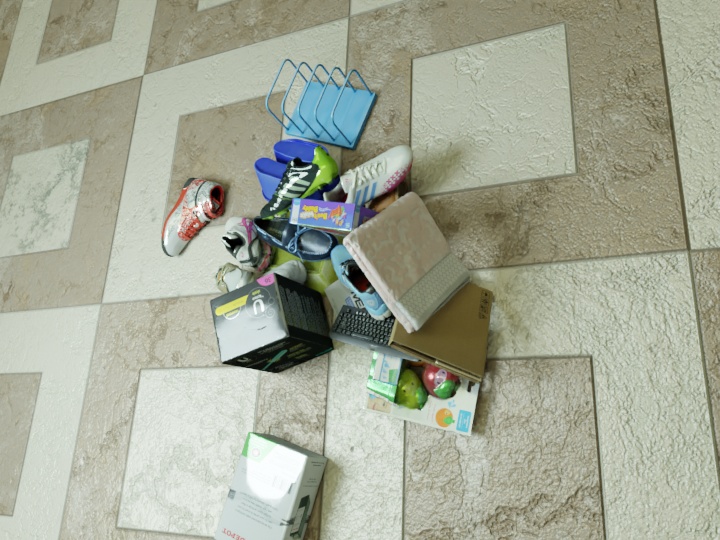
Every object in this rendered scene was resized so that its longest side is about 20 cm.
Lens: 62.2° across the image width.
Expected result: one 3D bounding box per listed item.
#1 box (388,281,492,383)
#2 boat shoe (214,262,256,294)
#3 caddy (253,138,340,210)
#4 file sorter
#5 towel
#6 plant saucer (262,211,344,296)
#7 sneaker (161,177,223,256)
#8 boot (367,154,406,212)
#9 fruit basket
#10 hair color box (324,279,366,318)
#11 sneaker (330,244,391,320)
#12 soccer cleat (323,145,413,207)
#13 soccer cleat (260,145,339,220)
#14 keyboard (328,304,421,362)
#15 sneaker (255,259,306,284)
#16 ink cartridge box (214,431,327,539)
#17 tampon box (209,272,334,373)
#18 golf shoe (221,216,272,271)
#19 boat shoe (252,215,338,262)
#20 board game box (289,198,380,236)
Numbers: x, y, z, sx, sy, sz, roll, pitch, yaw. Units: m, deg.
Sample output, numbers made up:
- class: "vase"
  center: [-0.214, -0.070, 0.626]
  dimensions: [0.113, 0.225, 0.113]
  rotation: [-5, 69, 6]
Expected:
- class: "box"
  center: [0.143, 0.080, 1.021]
  dimensions: [0.161, 0.021, 0.202]
  rotation: [22, 45, -2]
- class: "boat shoe"
  center: [-0.265, 0.025, 1.236]
  dimensions: [0.076, 0.068, 0.200]
  rotation: [-66, 17, -9]
- class: "caddy"
  center: [-0.136, -0.201, 1.297]
  dimensions: [0.198, 0.106, 0.142]
  rotation: [22, 56, 35]
- class: "file sorter"
  center: [-0.091, -0.376, 1.330]
  dimensions: [0.198, 0.123, 0.141]
  rotation: [19, 81, 28]
- class: "towel"
  center: [0.087, -0.020, 1.007]
  dimensions: [0.192, 0.199, 0.032]
  rotation: [54, 137, -1]
- class: "plant saucer"
  center: [-0.116, -0.058, 1.275]
  dimensions: [0.197, 0.048, 0.203]
  rotation: [8, 76, 27]
- class: "sneaker"
  center: [-0.395, -0.123, 1.416]
  dimensions: [0.106, 0.067, 0.204]
  rotation: [11, 75, 30]
- class: "boot"
  center: [0.035, -0.126, 1.222]
  dimensions: [0.155, 0.077, 0.201]
  rotation: [-39, 68, 12]
- class: "fruit basket"
  center: [0.114, 0.178, 1.061]
  dimensions: [0.197, 0.094, 0.188]
  rotation: [8, 76, 24]
- class: "hair color box"
  center: [0.039, 0.036, 1.161]
  dimensions: [0.198, 0.064, 0.112]
  rotation: [-34, 61, 10]
- class: "sneaker"
  center: [0.000, 0.000, 1.091]
  dimensions: [0.078, 0.090, 0.200]
  rotation: [-41, 43, -4]
- class: "soccer cleat"
  center: [0.013, -0.175, 1.153]
  dimensions: [0.199, 0.086, 0.071]
  rotation: [-38, 56, 23]
- class: "soccer cleat"
  center: [-0.131, -0.171, 1.175]
  dimensions: [0.198, 0.068, 0.082]
  rotation: [-30, 101, 25]
- class: "keyboard"
  center: [0.047, 0.089, 1.069]
  dimensions: [0.197, 0.021, 0.128]
  rotation: [11, 54, 31]
- class: "sneaker"
  center: [-0.202, 0.041, 1.237]
  dimensions: [0.199, 0.080, 0.071]
  rotation: [-35, 82, 34]
- class: "ink cartridge box"
  center: [-0.167, 0.424, 1.110]
  dimensions: [0.144, 0.084, 0.203]
  rotation: [13, 78, 28]
- class: "tampon box"
  center: [-0.165, 0.106, 1.148]
  dimensions: [0.148, 0.200, 0.128]
  rotation: [-22, 69, 16]
- class: "golf shoe"
  center: [-0.264, -0.074, 1.302]
  dimensions: [0.073, 0.091, 0.200]
  rotation: [-59, 39, 10]
- class: "boat shoe"
  center: [-0.141, -0.066, 1.221]
  dimensions: [0.197, 0.069, 0.086]
  rotation: [9, 76, 27]
- class: "board game box"
  center: [-0.015, -0.086, 1.082]
  dimensions: [0.133, 0.199, 0.046]
  rotation: [10, 90, 33]
